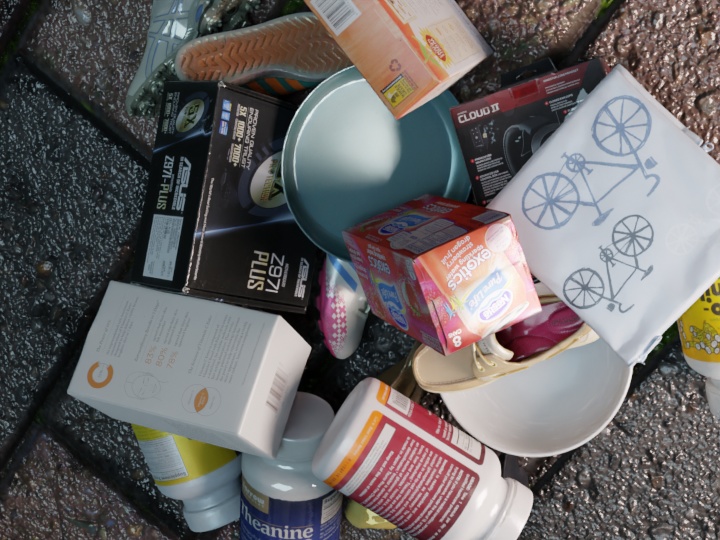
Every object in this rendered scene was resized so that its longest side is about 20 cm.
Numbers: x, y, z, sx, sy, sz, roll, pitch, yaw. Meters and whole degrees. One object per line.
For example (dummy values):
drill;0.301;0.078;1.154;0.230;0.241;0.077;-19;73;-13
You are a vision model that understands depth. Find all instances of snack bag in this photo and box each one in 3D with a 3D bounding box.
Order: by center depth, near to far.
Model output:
snack bag;0.232;-0.047;1.022;0.200;0.021;0.189;45;105;13

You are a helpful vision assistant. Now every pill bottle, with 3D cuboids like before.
pill bottle;0.346;0.031;1.072;0.112;0.113;0.201;-9;104;22
pill bottle;0.062;0.200;1.141;0.200;0.113;0.113;32;115;-4
pill bottle;-0.073;0.234;1.251;0.111;0.111;0.201;14;122;15
pill bottle;-0.191;0.185;1.312;0.112;0.112;0.201;-17;100;23

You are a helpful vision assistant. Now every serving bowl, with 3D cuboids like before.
serving bowl;0.174;0.082;1.161;0.199;0.066;0.201;-2;85;20

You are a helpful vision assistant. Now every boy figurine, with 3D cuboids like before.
boy figurine;0.081;0.247;1.260;0.199;0.065;0.124;-15;126;26

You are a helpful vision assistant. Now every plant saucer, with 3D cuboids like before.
plant saucer;0.016;-0.105;1.145;0.199;0.027;0.201;-4;102;-18

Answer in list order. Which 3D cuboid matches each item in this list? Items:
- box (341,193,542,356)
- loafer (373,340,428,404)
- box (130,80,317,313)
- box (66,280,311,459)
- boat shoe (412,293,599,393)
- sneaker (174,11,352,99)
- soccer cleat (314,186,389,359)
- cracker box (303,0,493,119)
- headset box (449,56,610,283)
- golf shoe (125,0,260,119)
box;0.068;-0.002;1.063;0.099;0.200;0.096;-24;105;-14
loafer;0.024;0.141;1.241;0.067;0.076;0.200;34;116;7
box;-0.120;-0.069;1.139;0.086;0.164;0.201;8;87;42
box;-0.170;0.099;1.172;0.199;0.098;0.125;11;71;22
boat shoe;0.133;0.063;1.106;0.200;0.069;0.074;-23;77;17
sneaker;-0.084;-0.209;1.179;0.199;0.080;0.072;-6;80;0
soccer cleat;0.000;0.000;1.210;0.086;0.070;0.201;4;108;17
cracker box;0.039;-0.220;1.055;0.058;0.200;0.134;-37;91;26
headset box;0.179;-0.096;1.089;0.148;0.077;0.201;-18;85;18
golf shoe;-0.188;-0.248;1.212;0.200;0.078;0.097;-46;68;22
